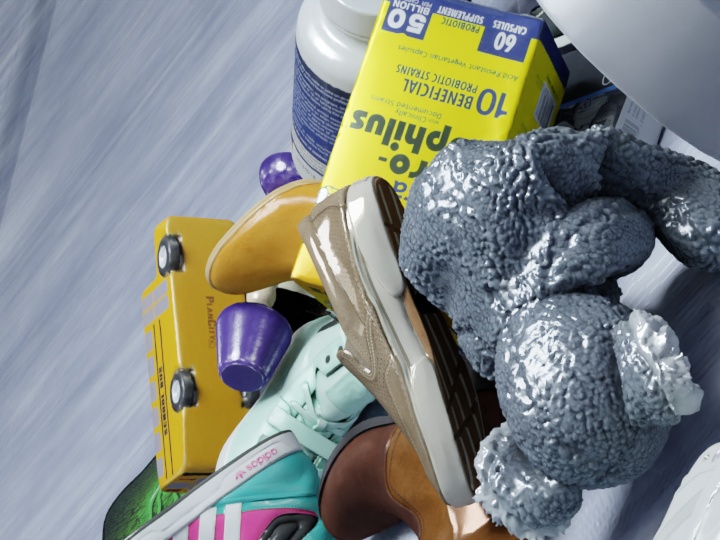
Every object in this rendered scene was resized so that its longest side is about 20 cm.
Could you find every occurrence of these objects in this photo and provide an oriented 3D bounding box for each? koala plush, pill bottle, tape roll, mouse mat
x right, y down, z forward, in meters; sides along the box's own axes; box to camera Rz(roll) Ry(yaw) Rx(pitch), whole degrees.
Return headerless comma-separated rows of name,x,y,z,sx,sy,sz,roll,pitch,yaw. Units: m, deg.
koala plush,0.114,0.037,1.112,0.177,0.183,0.201,-42,40,35
pill bottle,0.007,-0.146,1.452,0.201,0.110,0.112,96,-173,-55
tape roll,0.178,-0.147,1.137,0.066,0.200,0.201,-47,26,23
mouse mat,-0.158,0.190,1.657,0.200,0.008,0.161,-47,26,23

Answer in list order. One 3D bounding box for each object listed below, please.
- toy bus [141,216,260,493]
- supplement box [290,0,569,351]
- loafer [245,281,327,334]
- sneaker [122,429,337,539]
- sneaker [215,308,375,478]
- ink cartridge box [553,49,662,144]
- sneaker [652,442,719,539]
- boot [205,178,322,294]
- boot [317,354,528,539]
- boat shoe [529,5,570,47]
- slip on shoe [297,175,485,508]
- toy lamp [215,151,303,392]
toy bus,-0.124,0.063,1.555,0.078,0.065,0.202,-39,54,57
supplement box,0.047,-0.063,1.290,0.110,0.108,0.202,40,-113,-71
loafer,-0.058,0.020,1.572,0.199,0.075,0.069,-23,35,53
sneaker,-0.092,0.211,1.343,0.199,0.121,0.084,-36,-12,-9
sneaker,-0.035,0.106,1.415,0.118,0.073,0.202,-33,31,57
ink cartridge box,0.134,-0.097,1.373,0.200,0.039,0.100,-17,48,59
sneaker,0.197,0.093,0.967,0.201,0.075,0.100,-53,25,13
boot,0.001,0.000,1.379,0.200,0.071,0.145,-32,58,6
boot,0.043,0.174,1.230,0.188,0.068,0.201,-35,39,29
boat shoe,0.162,-0.193,1.362,0.075,0.061,0.200,-34,10,-20
slip on shoe,0.018,0.046,1.182,0.060,0.202,0.076,-23,-9,17
toy lamp,-0.067,0.001,1.485,0.058,0.058,0.201,-36,31,43
